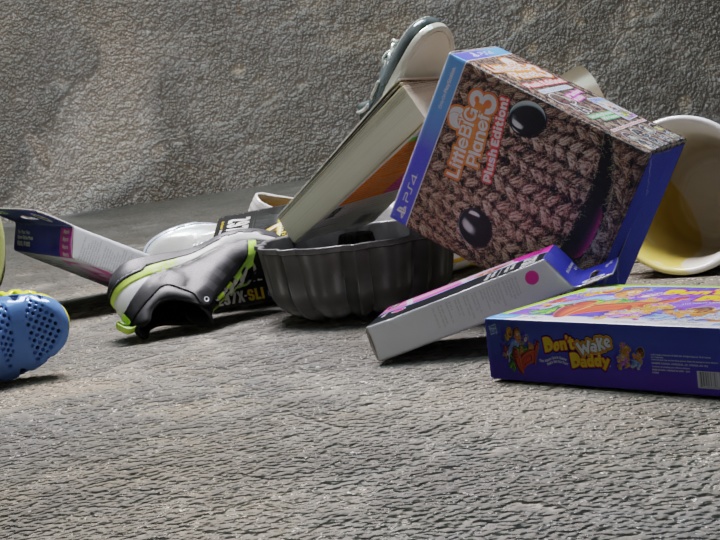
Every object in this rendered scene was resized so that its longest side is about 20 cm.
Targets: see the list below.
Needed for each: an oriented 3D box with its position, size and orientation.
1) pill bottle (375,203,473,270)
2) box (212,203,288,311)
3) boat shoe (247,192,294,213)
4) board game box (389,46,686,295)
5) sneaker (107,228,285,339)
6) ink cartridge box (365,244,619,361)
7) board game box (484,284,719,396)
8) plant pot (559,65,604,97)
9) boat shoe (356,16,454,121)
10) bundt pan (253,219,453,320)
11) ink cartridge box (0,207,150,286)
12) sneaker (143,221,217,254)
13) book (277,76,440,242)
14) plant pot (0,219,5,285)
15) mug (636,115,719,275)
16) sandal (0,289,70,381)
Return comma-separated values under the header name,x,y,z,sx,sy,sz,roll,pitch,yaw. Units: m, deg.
name,x,y,z,sx,sy,sz,roll,pitch,yaw
pill bottle,0.085,-0.051,1.675,0.109,0.111,0.199,-1,9,41
box,-0.085,-0.023,1.690,0.158,0.050,0.200,-12,19,5
boat shoe,-0.039,-0.059,1.848,0.198,0.070,0.071,8,27,-9
board game box,0.151,-0.079,1.324,0.199,0.161,0.097,29,23,23
sneaker,-0.155,0.023,1.523,0.198,0.083,0.072,-18,-32,-24
ink cartridge box,0.107,0.019,1.225,0.198,0.037,0.095,-19,3,14
board game box,0.204,0.044,1.061,0.134,0.045,0.199,-14,10,-42
plant pot,0.366,-0.274,2.975,0.198,0.189,0.187,-22,9,-6
boat shoe,0.034,-0.181,1.431,0.072,0.062,0.200,-26,-19,-21
bundt pan,0.000,0.000,1.490,0.200,0.077,0.202,-8,8,1
ink cartridge box,-0.325,-0.019,1.778,0.199,0.044,0.196,22,-8,-30
sneaker,-0.171,-0.027,1.887,0.198,0.074,0.071,-7,1,-5
book,0.027,-0.104,1.450,0.133,0.048,0.200,-15,-23,-51
plant pot,-0.486,-0.015,1.749,0.198,0.203,0.184,-7,-4,-2
mug,0.320,-0.074,1.521,0.185,0.151,0.153,4,4,27
sandal,-0.345,0.072,1.312,0.198,0.080,0.087,-18,13,-14
